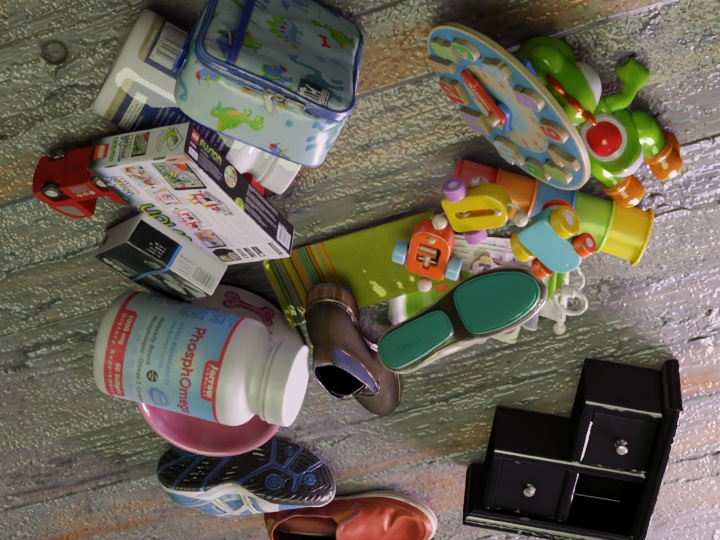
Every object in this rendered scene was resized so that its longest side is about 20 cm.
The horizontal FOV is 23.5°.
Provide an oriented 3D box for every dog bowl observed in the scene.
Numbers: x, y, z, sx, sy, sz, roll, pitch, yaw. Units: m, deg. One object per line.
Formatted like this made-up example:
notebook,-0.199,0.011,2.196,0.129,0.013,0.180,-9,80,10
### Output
dog bowl,-0.157,0.113,1.857,0.199,0.074,0.201,3,124,4

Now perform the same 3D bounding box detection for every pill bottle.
pill bottle,-0.145,-0.155,1.657,0.199,0.111,0.111,28,122,-11
pill bottle,-0.156,0.092,1.726,0.199,0.109,0.109,13,125,13

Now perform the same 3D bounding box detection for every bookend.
bookend,0.224,0.184,1.845,0.197,0.092,0.201,10,123,0

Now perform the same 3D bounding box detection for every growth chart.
growth chart,0.123,0.019,1.795,0.198,0.018,0.146,0,122,9

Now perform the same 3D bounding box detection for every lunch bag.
lunch bag,-0.082,-0.187,1.575,0.160,0.200,0.083,23,122,-8

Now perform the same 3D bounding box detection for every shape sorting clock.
shape sorting clock,0.133,-0.148,1.596,0.039,0.200,0.200,-42,114,-9

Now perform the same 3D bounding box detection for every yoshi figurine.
yoshi figurine,0.213,-0.156,1.641,0.200,0.113,0.112,40,157,-33

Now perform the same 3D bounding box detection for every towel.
towel,0.000,0.000,1.785,0.199,0.018,0.086,-16,118,22

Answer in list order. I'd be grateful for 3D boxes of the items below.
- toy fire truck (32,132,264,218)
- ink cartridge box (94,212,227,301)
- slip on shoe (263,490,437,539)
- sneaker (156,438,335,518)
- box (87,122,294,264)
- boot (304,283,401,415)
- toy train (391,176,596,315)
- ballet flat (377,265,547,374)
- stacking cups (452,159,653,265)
toy fire truck,-0.213,-0.080,1.739,0.199,0.049,0.141,-10,148,30
ink cartridge box,-0.205,-0.009,1.726,0.099,0.200,0.039,32,77,-14
slip on shoe,-0.013,0.290,1.962,0.198,0.061,0.075,3,122,3
sneaker,-0.126,0.237,1.945,0.198,0.076,0.077,6,146,3
box,-0.158,-0.068,1.654,0.109,0.035,0.200,-6,150,27
boot,-0.011,0.113,1.809,0.074,0.097,0.200,-14,134,18
toy train,0.134,-0.031,1.687,0.199,0.056,0.151,14,137,10
ballet flat,0.106,0.047,1.773,0.199,0.062,0.068,-24,81,23
stacking cups,0.188,-0.066,1.710,0.199,0.061,0.061,20,123,-3
